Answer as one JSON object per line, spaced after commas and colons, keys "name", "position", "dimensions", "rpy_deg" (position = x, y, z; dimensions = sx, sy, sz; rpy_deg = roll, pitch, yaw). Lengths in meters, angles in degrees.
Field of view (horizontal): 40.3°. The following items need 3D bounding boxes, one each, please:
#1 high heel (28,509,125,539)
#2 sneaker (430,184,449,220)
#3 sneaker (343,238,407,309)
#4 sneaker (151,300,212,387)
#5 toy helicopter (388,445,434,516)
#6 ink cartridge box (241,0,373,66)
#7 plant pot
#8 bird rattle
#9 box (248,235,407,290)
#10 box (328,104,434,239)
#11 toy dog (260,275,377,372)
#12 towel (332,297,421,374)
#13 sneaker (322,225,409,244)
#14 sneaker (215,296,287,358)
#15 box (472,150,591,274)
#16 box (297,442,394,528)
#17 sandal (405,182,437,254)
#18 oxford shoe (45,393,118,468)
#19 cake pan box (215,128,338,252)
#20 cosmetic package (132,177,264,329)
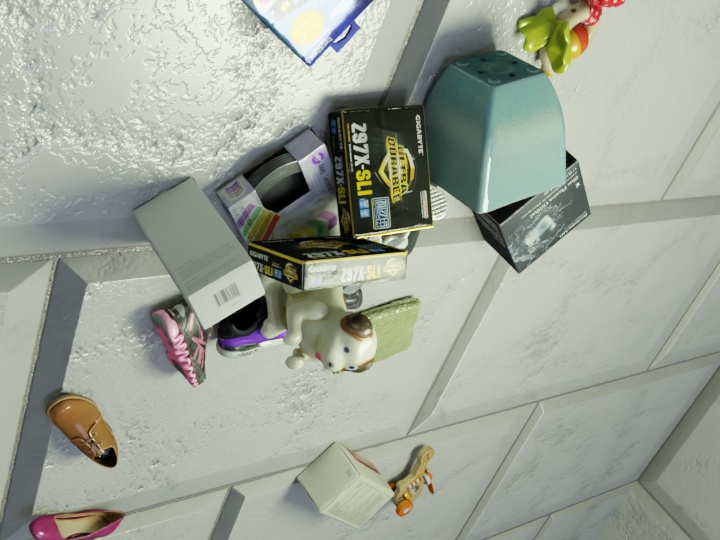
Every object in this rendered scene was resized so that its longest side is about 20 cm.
{"name": "high heel", "position": [-0.515, 0.457, 1.785], "dimensions": [0.096, 0.068, 0.200], "rpy_deg": [-34, 161, 6]}
{"name": "sneaker", "position": [0.052, -0.154, 1.667], "dimensions": [0.200, 0.105, 0.076], "rpy_deg": [32, 90, -24]}
{"name": "sneaker", "position": [0.000, 0.000, 1.779], "dimensions": [0.199, 0.076, 0.114], "rpy_deg": [-28, 144, -8]}
{"name": "sneaker", "position": [-0.280, 0.118, 1.649], "dimensions": [0.095, 0.079, 0.201], "rpy_deg": [-39, 148, -23]}
{"name": "toy helicopter", "position": [0.146, 0.521, 2.480], "dimensions": [0.132, 0.079, 0.201], "rpy_deg": [-6, 129, -40]}
{"name": "ink cartridge box", "position": [-0.073, -0.370, 1.308], "dimensions": [0.136, 0.076, 0.200], "rpy_deg": [-45, 147, 6]}
{"name": "plant pot", "position": [0.219, -0.245, 1.626], "dimensions": [0.195, 0.196, 0.201], "rpy_deg": [-20, 130, -27]}
{"name": "bird rattle", "position": [0.361, -0.419, 1.679], "dimensions": [0.200, 0.112, 0.163], "rpy_deg": [-45, 159, -17]}
{"name": "box", "position": [-0.051, -0.016, 1.533], "dimensions": [0.199, 0.159, 0.050], "rpy_deg": [-6, 106, -36]}
{"name": "box", "position": [0.035, -0.159, 1.562], "dimensions": [0.159, 0.049, 0.202], "rpy_deg": [-9, 97, -31]}
{"name": "toy dog", "position": [-0.055, 0.093, 1.620], "dimensions": [0.193, 0.200, 0.140], "rpy_deg": [-17, 132, -32]}
{"name": "towel", "position": [0.030, 0.129, 1.977], "dimensions": [0.199, 0.037, 0.149], "rpy_deg": [-17, 138, -30]}
{"name": "sneaker", "position": [-0.007, -0.065, 1.693], "dimensions": [0.199, 0.081, 0.077], "rpy_deg": [-23, 143, -22]}
{"name": "sneaker", "position": [-0.159, 0.080, 1.716], "dimensions": [0.199, 0.070, 0.100], "rpy_deg": [-22, 139, -26]}
{"name": "box", "position": [0.329, -0.132, 1.909], "dimensions": [0.196, 0.118, 0.200], "rpy_deg": [-39, 146, -3]}
{"name": "box", "position": [-0.032, 0.495, 2.250], "dimensions": [0.128, 0.109, 0.200], "rpy_deg": [-42, 145, 2]}
{"name": "sandal", "position": [0.103, -0.093, 1.794], "dimensions": [0.075, 0.048, 0.201], "rpy_deg": [-15, 138, -32]}
{"name": "oxford shoe", "position": [-0.455, 0.270, 1.640], "dimensions": [0.071, 0.071, 0.200], "rpy_deg": [-35, 143, -6]}
{"name": "cake pan box", "position": [-0.119, -0.109, 1.566], "dimensions": [0.184, 0.052, 0.200], "rpy_deg": [-36, 145, -11]}
{"name": "cosmetic package", "position": [-0.234, -0.028, 1.412], "dimensions": [0.107, 0.200, 0.085], "rpy_deg": [-30, 142, -11]}
